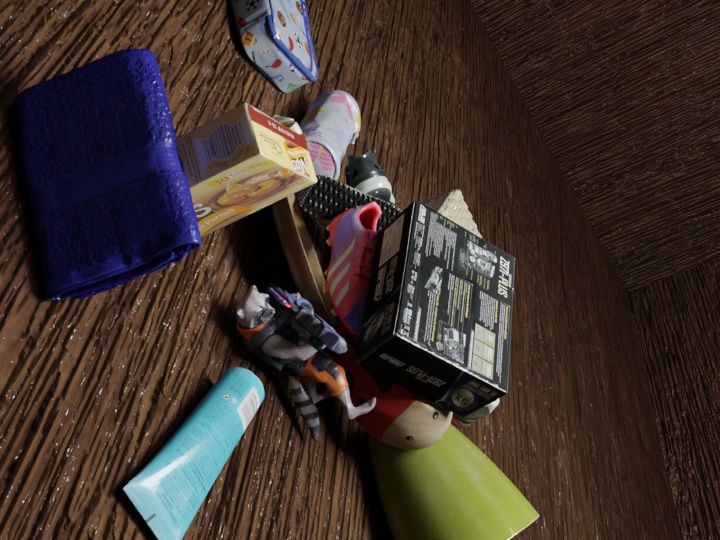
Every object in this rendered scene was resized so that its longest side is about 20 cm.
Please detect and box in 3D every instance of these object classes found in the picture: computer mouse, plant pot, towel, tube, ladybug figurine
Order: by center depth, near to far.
[{"bbox_3d":[-0.226,-0.086,0.767,0.050,0.146,0.202,49,23,-74],"label":"towel"},{"bbox_3d":[-0.152,0.169,0.819,0.078,0.050,0.200,56,30,-15],"label":"tube"},{"bbox_3d":[0.030,0.132,1.071,0.200,0.136,0.072,46,6,23],"label":"ladybug figurine"},{"bbox_3d":[-0.148,-0.100,1.074,0.200,0.034,0.059,45,31,-43],"label":"computer mouse"},{"bbox_3d":[-0.075,-0.020,1.088,0.200,0.027,0.202,-19,90,-89],"label":"plant pot"},{"bbox_3d":[0.099,0.281,1.117,0.201,0.187,0.187,57,20,18],"label":"plant pot"}]

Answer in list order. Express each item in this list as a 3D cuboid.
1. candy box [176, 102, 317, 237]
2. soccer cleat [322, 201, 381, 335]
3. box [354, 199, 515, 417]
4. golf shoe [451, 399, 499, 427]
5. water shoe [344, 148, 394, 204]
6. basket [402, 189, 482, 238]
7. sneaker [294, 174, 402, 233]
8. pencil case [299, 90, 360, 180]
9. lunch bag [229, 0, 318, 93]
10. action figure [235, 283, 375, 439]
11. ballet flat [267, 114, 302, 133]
[{"bbox_3d":[-0.155,-0.080,0.826,0.115,0.198,0.056,19,52,-65],"label":"candy box"},{"bbox_3d":[-0.002,-0.008,1.086,0.067,0.076,0.201,41,28,-34],"label":"soccer cleat"},{"bbox_3d":[0.095,0.045,1.032,0.163,0.086,0.202,27,50,-21],"label":"box"},{"bbox_3d":[0.098,0.130,1.150,0.199,0.088,0.078,35,58,-14],"label":"golf shoe"},{"bbox_3d":[0.012,-0.132,1.316,0.200,0.071,0.080,117,-46,-81],"label":"water shoe"},{"bbox_3d":[0.108,0.001,1.378,0.200,0.159,0.200,63,26,-11],"label":"basket"},{"bbox_3d":[-0.010,-0.082,1.218,0.198,0.071,0.093,26,4,-23],"label":"sneaker"},{"bbox_3d":[-0.054,-0.198,1.301,0.091,0.082,0.201,61,24,-23],"label":"pencil case"},{"bbox_3d":[-0.128,-0.383,1.321,0.160,0.075,0.202,35,40,-54],"label":"lunch bag"},{"bbox_3d":[-0.069,0.099,0.970,0.194,0.105,0.200,50,-8,-21],"label":"action figure"},{"bbox_3d":[-0.108,-0.167,1.146,0.071,0.065,0.201,58,16,-26],"label":"ballet flat"}]
